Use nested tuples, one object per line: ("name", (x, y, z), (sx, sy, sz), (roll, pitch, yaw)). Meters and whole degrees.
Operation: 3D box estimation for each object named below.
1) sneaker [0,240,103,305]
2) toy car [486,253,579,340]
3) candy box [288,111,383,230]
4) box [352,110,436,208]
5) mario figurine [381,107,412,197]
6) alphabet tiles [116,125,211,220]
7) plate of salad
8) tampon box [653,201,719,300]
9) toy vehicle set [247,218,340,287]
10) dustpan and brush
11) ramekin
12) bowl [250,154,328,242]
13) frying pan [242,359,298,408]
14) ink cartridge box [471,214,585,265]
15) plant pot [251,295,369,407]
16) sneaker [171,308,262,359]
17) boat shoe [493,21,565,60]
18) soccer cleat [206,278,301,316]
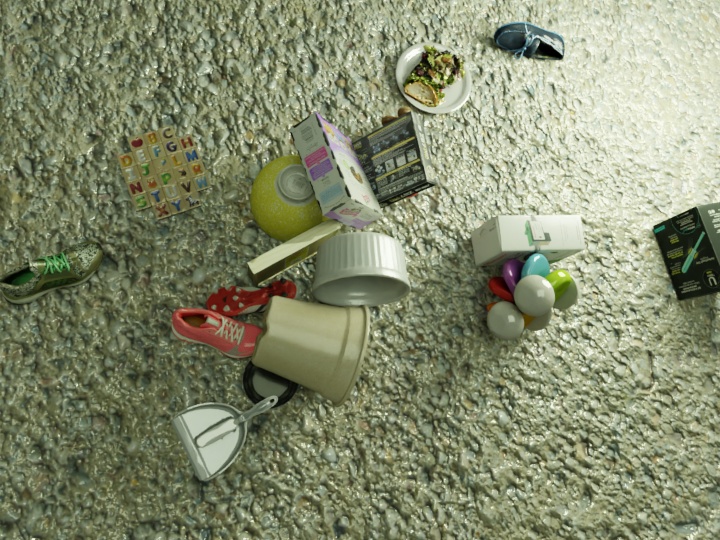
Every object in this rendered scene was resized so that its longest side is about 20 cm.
("sneaker", (-0.598, -0.001, 0.977), (0.199, 0.089, 0.077), (-31, 83, -16))
("toy car", (0.352, 0.047, 1.093), (0.174, 0.200, 0.150), (-7, 56, -41))
("candy box", (-0.046, -0.197, 1.044), (0.071, 0.168, 0.201), (-28, 74, 19))
("box", (0.056, -0.228, 1.110), (0.049, 0.199, 0.162), (2, 72, -53))
("mario figurine", (0.090, -0.264, 1.152), (0.105, 0.123, 0.201), (-8, 83, -9))
("alphabet tiles", (-0.426, -0.215, 1.105), (0.166, 0.006, 0.201), (-21, 81, -14))
("plate of salad", (0.186, -0.486, 1.264), (0.199, 0.048, 0.202), (2, 75, -9))
("tampon box", (0.836, -0.047, 1.222), (0.125, 0.150, 0.201), (-11, 79, -12))
("toy vehicle set", (-0.137, -0.037, 1.053), (0.199, 0.124, 0.027), (-30, 83, -16))
("dustpan and brush", (-0.250, 0.297, 0.983), (0.199, 0.057, 0.140), (-28, 83, -16))
("ramekin", (0.000, 0.000, 1.036), (0.199, 0.201, 0.098), (1, 69, -10))
("bowl", (-0.138, -0.169, 1.095), (0.199, 0.108, 0.202), (3, 76, -10))
("frying pan", (-0.183, 0.184, 1.039), (0.114, 0.031, 0.191), (-1, 73, -10))
("ink cartridge box", (0.370, -0.065, 1.143), (0.198, 0.146, 0.085), (-2, 78, -10))
("plant pot", (-0.102, 0.137, 0.968), (0.182, 0.200, 0.202), (18, 74, -11))
("sneaker", (-0.278, 0.121, 1.000), (0.199, 0.087, 0.074), (13, 63, -5))
("boat shoe", (0.446, -0.592, 1.318), (0.198, 0.084, 0.069), (1, 65, -8))
("soccer cleat", (-0.217, 0.064, 1.046), (0.199, 0.085, 0.069), (-11, 61, 10))
